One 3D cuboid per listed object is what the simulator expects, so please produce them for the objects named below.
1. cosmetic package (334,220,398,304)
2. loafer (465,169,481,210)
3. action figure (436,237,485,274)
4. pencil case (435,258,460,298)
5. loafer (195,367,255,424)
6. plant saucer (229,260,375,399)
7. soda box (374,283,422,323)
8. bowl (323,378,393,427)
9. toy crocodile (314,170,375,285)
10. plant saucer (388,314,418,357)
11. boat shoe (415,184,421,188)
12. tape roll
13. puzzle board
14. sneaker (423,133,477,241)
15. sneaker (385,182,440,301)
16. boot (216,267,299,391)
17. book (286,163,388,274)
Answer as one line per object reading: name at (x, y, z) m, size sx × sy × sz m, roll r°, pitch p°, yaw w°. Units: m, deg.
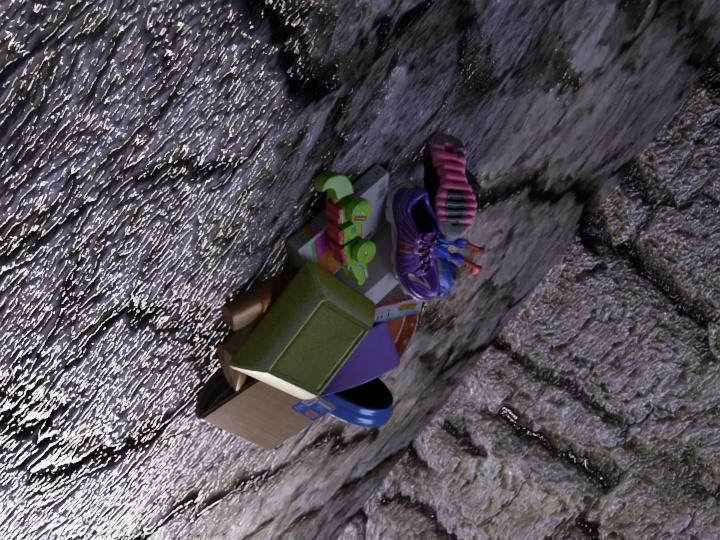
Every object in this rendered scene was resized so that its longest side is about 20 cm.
cosmetic package at (0.000, 0.000, 1.535) m, size 0.200 × 0.108 × 0.085 m, roll -40°, pitch 159°, yaw -22°
loafer at (0.200, -0.136, 1.787) m, size 0.073 × 0.072 × 0.200 m, roll -47°, pitch 163°, yaw -7°
action figure at (0.131, -0.049, 1.631) m, size 0.052 × 0.199 × 0.066 m, roll -13°, pitch -122°, yaw 57°
pencil case at (0.102, -0.005, 1.691) m, size 0.078 × 0.087 × 0.199 m, roll -38°, pitch 141°, yaw 27°
loafer at (-0.196, 0.181, 1.497) m, size 0.200 × 0.070 × 0.075 m, roll -51°, pitch 162°, yaw 6°
plant saucer at (-0.073, 0.109, 1.401) m, size 0.201 × 0.048 × 0.199 m, roll -52°, pitch 140°, yaw 3°
soda box at (0.008, 0.056, 1.593) m, size 0.198 × 0.064 × 0.069 m, roll -13°, pitch 153°, yaw -8°
bowl at (-0.024, 0.235, 1.807) m, size 0.200 × 0.200 × 0.040 m, roll -11°, pitch 131°, yaw -63°
toy crocodile at (-0.023, -0.060, 1.339) m, size 0.061 × 0.067 × 0.201 m, roll -32°, pitch 136°, yaw -26°
plant saucer at (0.044, 0.120, 1.835) m, size 0.200 × 0.032 × 0.202 m, roll -30°, pitch 132°, yaw -39°
boat shoe at (0.118, -0.101, 1.674) m, size 0.057 × 0.069 × 0.200 m, roll -48°, pitch 164°, yaw -1°
tape roll at (-0.033, 0.158, 1.653) m, size 0.198 × 0.086 × 0.200 m, roll -19°, pitch -178°, yaw 1°
puzzle board at (-0.150, 0.233, 1.520) m, size 0.150 × 0.017 × 0.200 m, roll -34°, pitch 143°, yaw 12°
sneaker at (0.139, -0.128, 1.529) m, size 0.078 × 0.202 × 0.095 m, roll 12°, pitch 148°, yaw -20°
sneaker at (0.093, -0.041, 1.464) m, size 0.080 × 0.083 × 0.202 m, roll -25°, pitch 112°, yaw -26°
boot at (-0.147, 0.094, 1.414) m, size 0.143 × 0.071 × 0.202 m, roll -25°, pitch 144°, yaw -30°
book at (-0.032, -0.063, 1.432) m, size 0.200 × 0.048 × 0.134 m, roll -42°, pitch 158°, yaw -24°
